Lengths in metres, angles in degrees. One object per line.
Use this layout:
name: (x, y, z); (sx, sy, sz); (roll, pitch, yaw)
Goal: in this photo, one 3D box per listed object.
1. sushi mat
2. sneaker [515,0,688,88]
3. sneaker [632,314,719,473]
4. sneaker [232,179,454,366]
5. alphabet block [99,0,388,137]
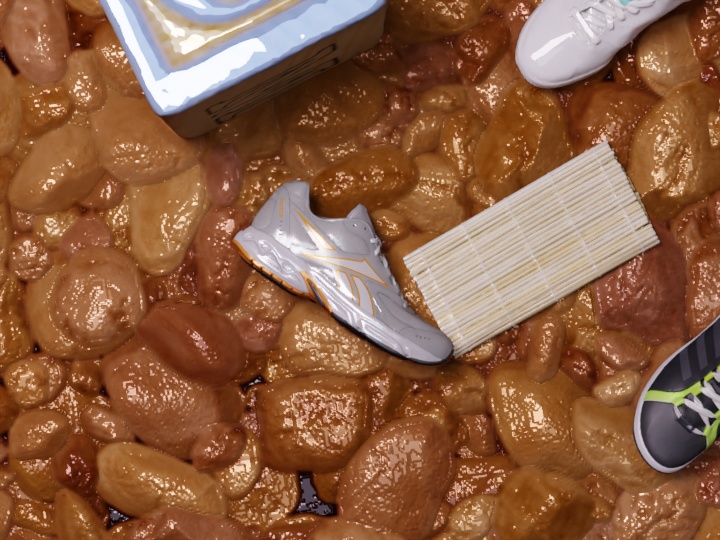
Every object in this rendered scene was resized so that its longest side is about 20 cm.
sushi mat: (0.141, -0.017, 1.464); (0.199, 0.012, 0.096); (-30, 89, -1)
sneaker: (0.212, -0.219, 1.429); (0.199, 0.088, 0.075); (-34, 91, 0)
sneaker: (0.292, 0.076, 1.429); (0.072, 0.083, 0.200); (39, 89, 0)
sneaker: (0.000, 0.000, 1.435); (0.199, 0.076, 0.092); (34, 85, -1)
alphabet block: (-0.102, -0.232, 1.372); (0.195, 0.200, 0.196); (-25, 89, -1)
